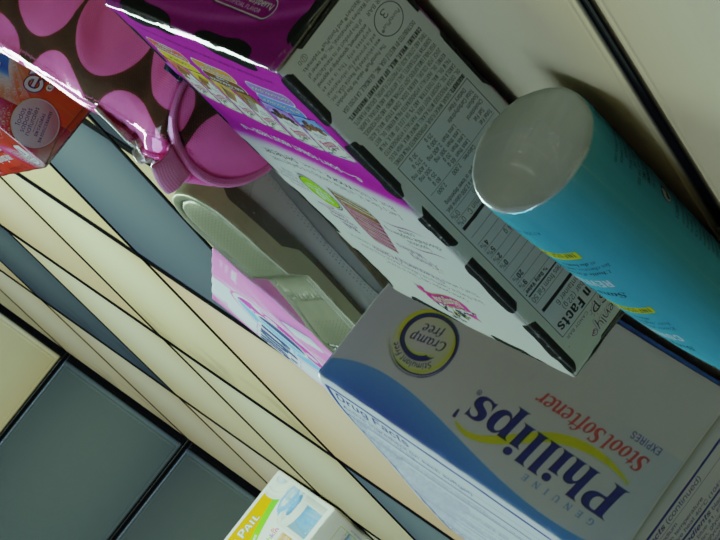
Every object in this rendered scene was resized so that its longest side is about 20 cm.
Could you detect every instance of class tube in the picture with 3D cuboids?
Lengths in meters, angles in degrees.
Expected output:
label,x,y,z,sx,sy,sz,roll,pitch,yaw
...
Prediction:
label,x,y,z,sx,sy,sz,roll,pitch,yaw
tube,0.117,0.004,1.092,0.200,0.050,0.077,39,-179,-41

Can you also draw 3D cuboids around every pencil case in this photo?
label,x,y,z,sx,sy,sz,roll,pitch,yaw
pencil case,-0.109,-0.105,1.282,0.200,0.094,0.091,31,169,44

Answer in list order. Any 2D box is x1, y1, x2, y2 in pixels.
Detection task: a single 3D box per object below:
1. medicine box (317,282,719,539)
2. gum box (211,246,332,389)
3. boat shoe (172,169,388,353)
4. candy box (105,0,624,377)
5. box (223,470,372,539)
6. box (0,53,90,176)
label,x,y,z,sx,sy,sz,roll,pitch,yaw
medicine box,0.105,0.092,1.389,0.182,0.103,0.200,33,169,32
gum box,-0.019,0.015,1.619,0.113,0.066,0.200,40,172,3
boat shoe,0.000,0.000,1.461,0.200,0.069,0.075,44,162,-27
candy box,0.009,-0.053,1.163,0.200,0.061,0.136,45,169,-35
box,-0.092,0.336,3.193,0.112,0.200,0.101,29,168,48
box,-0.183,-0.116,1.525,0.100,0.096,0.200,39,171,-11
